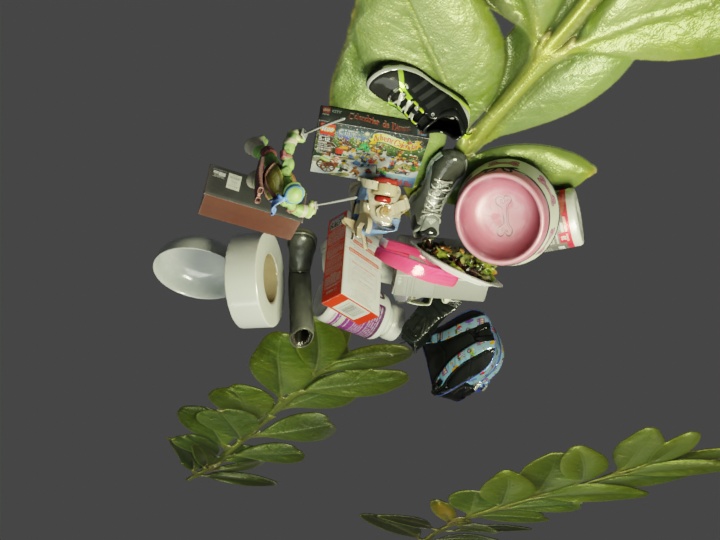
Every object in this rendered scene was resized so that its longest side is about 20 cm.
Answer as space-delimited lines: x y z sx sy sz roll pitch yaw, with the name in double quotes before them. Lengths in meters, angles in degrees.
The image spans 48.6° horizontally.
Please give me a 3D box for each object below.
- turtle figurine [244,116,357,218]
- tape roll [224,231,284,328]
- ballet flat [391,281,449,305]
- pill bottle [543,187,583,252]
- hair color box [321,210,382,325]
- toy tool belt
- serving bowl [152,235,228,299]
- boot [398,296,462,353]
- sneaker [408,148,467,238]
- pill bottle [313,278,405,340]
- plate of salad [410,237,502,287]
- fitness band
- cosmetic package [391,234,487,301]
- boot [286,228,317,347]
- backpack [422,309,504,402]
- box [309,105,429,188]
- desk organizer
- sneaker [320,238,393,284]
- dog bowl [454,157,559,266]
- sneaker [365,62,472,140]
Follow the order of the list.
"turtle figurine" -0.114 -0.174 1.412 0.193 0.200 0.144 32 163 47
"tape roll" -0.219 0.020 1.673 0.070 0.205 0.203 -4 145 10
"ballet flat" 0.164 0.040 1.746 0.197 0.073 0.072 -7 147 -8
"pill bottle" 0.322 -0.086 1.534 0.197 0.112 0.111 -10 143 20
"hair color box" -0.015 -0.006 1.610 0.063 0.202 0.110 -25 137 37
"toy tool belt" 0.029 -0.101 1.473 0.123 0.125 0.200 9 180 -7
"serving bowl" -0.351 -0.017 1.755 0.197 0.067 0.201 4 145 2
"boot" 0.167 0.105 1.847 0.073 0.198 0.163 43 177 13
"sneaker" 0.145 -0.127 1.491 0.074 0.117 0.201 13 145 -12
"pill bottle" 0.000 0.092 1.831 0.198 0.114 0.112 23 142 -24
"plate of salad" 0.190 -0.022 1.541 0.198 0.200 0.049 22 102 -23
"fitness band" 0.112 -0.015 1.540 0.143 0.038 0.199 29 -169 33
"cosmetic package" 0.170 -0.005 1.678 0.197 0.108 0.091 8 147 -1
"boot" -0.128 0.037 1.687 0.071 0.202 0.183 3 146 2
"backpack" 0.259 0.199 1.913 0.199 0.184 0.134 -36 139 29
"box" 0.014 -0.220 1.439 0.197 0.038 0.137 8 146 -6
"desk organizer" -0.213 -0.131 1.569 0.197 0.073 0.077 16 147 -16
"sneaker" 0.000 0.000 1.728 0.198 0.082 0.075 19 142 -22
"dog bowl" 0.259 -0.099 1.452 0.197 0.074 0.203 6 106 21
"sneaker" 0.102 -0.273 1.312 0.197 0.084 0.072 17 144 -18
